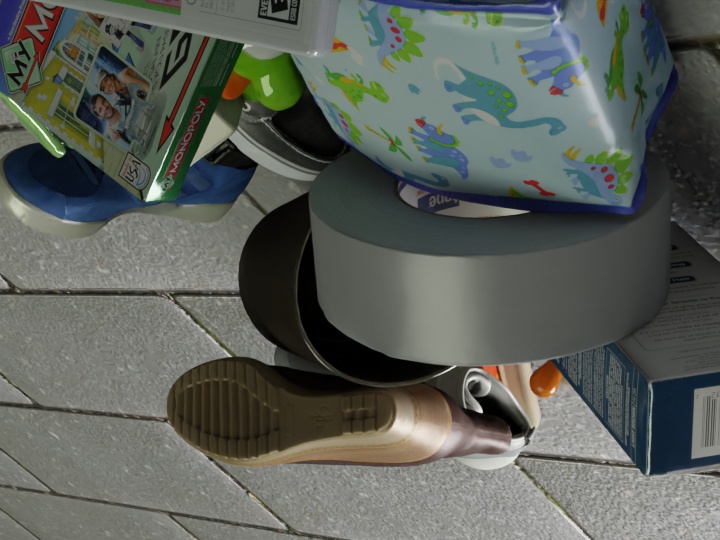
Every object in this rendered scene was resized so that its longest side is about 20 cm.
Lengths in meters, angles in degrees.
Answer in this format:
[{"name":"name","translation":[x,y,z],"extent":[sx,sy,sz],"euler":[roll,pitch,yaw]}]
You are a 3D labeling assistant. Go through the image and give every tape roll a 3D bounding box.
[{"name":"tape roll","translation":[0.072,-0.020,1.027],"extent":[0.200,0.200,0.066],"euler":[12,119,35]}]

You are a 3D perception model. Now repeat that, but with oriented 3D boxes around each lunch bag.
[{"name":"lunch bag","translation":[0.046,-0.123,0.949],"extent":[0.199,0.128,0.170],"euler":[3,145,27]}]

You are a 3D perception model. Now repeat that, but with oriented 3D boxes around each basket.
[{"name":"basket","translation":[0.000,0.000,1.217],"extent":[0.136,0.180,0.200],"euler":[54,160,-10]}]

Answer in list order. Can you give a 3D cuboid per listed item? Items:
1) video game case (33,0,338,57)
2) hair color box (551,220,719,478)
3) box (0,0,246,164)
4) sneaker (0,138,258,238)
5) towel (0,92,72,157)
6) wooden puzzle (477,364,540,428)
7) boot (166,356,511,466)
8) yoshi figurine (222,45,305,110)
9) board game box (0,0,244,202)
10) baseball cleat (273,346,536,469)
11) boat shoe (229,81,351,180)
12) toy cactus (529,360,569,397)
[{"name":"video game case","translation":[-0.078,-0.215,0.871],"extent":[0.181,0.201,0.022],"euler":[15,-166,30]},{"name":"hair color box","translation":[0.169,0.039,1.036],"extent":[0.200,0.100,0.061],"euler":[-122,28,-63]},{"name":"box","translation":[-0.156,-0.147,1.049],"extent":[0.068,0.082,0.200],"euler":[-33,118,29]},{"name":"sneaker","translation":[-0.138,-0.082,1.197],"extent":[0.111,0.199,0.077],"euler":[-49,58,34]},{"name":"towel","translation":[-0.253,-0.153,1.067],"extent":[0.200,0.031,0.149],"euler":[46,-178,35]},{"name":"wooden puzzle","translation":[0.044,0.055,1.410],"extent":[0.184,0.037,0.200],"euler":[21,154,19]},{"name":"boot","translation":[-0.014,0.107,1.270],"extent":[0.199,0.073,0.166],"euler":[1,170,30]},{"name":"yoshi figurine","translation":[-0.054,-0.187,1.015],"extent":[0.112,0.113,0.200],"euler":[-14,131,-1]},{"name":"board game box","translation":[-0.109,-0.154,0.927],"extent":[0.134,0.201,0.029],"euler":[36,-157,24]},{"name":"baseball cleat","translation":[0.037,0.082,1.366],"extent":[0.199,0.070,0.106],"euler":[21,154,-6]},{"name":"boat shoe","translation":[-0.066,-0.133,1.140],"extent":[0.200,0.070,0.066],"euler":[50,152,-22]},{"name":"toy cactus","translation":[0.163,0.061,1.241],"extent":[0.199,0.103,0.165],"euler":[23,166,-6]}]
